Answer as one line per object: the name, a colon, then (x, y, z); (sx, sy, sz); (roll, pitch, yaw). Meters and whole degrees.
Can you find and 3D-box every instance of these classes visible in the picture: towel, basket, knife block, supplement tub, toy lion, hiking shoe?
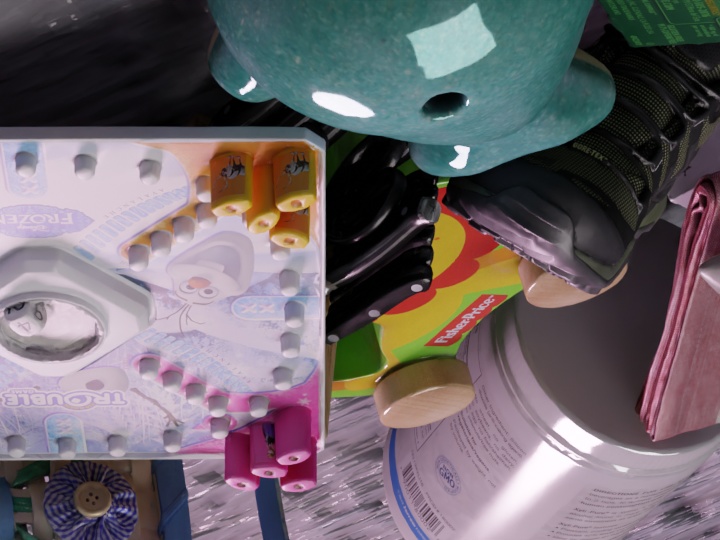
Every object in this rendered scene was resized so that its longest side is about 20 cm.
towel: (0.220, -0.003, 1.191); (0.199, 0.023, 0.145); (-13, 134, -26)
basket: (-0.110, 0.114, 1.130); (0.199, 0.177, 0.139); (12, 140, -40)
knife block: (-0.065, -0.013, 0.998); (0.198, 0.064, 0.176); (-1, 137, 7)
supplement tub: (0.099, 0.071, 1.307); (0.131, 0.133, 0.200); (-12, 159, -26)
toy lion: (0.000, 0.000, 1.134); (0.191, 0.069, 0.200); (0, 152, -33)
hiking shoe: (0.092, -0.058, 1.011); (0.101, 0.075, 0.200); (-62, 173, 17)

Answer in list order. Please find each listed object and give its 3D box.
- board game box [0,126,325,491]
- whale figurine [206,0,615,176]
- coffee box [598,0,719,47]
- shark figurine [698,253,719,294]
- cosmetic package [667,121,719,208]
board game box: (-0.111, 0.021, 0.947); (0.198, 0.026, 0.201); (-1, 144, -1)
whale figurine: (0.028, -0.076, 0.844); (0.158, 0.104, 0.200); (-18, 148, 10)
coffee box: (0.175, -0.120, 0.910); (0.199, 0.044, 0.123); (-3, 166, 19)
shark figurine: (0.263, 0.005, 1.098); (0.213, 0.090, 0.128); (-18, 157, 27)
cosmetic package: (0.237, -0.083, 1.171); (0.199, 0.052, 0.151); (-29, 161, 19)
